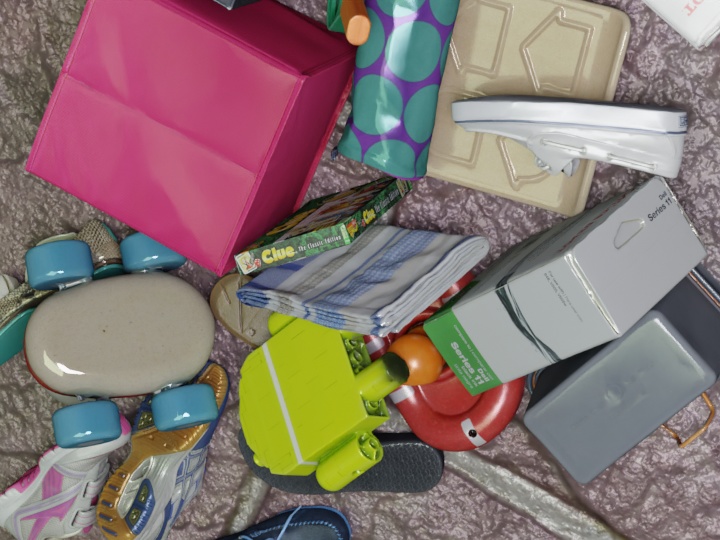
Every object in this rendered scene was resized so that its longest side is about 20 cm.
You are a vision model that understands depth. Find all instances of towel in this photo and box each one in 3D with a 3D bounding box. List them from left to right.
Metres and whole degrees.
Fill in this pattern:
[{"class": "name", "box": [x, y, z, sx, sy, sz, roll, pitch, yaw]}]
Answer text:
[{"class": "towel", "box": [0.000, 0.000, 1.454, 0.200, 0.147, 0.024, 10, 130, 47]}]

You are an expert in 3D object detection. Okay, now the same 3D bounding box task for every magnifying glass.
[{"class": "magnifying glass", "box": [-0.010, -0.228, 1.410, 0.022, 0.200, 0.080, 9, 111, -10]}]

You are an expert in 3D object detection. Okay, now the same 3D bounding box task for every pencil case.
[{"class": "pencil case", "box": [0.034, -0.182, 1.426, 0.085, 0.092, 0.200, 10, 106, -5]}]

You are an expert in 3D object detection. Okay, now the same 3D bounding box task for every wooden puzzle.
[{"class": "wooden puzzle", "box": [0.127, -0.161, 1.467, 0.200, 0.046, 0.186, 18, 109, 17]}]

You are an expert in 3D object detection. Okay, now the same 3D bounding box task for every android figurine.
[{"class": "android figurine", "box": [-0.040, 0.106, 1.487, 0.200, 0.041, 0.182, -40, 58, 35]}]

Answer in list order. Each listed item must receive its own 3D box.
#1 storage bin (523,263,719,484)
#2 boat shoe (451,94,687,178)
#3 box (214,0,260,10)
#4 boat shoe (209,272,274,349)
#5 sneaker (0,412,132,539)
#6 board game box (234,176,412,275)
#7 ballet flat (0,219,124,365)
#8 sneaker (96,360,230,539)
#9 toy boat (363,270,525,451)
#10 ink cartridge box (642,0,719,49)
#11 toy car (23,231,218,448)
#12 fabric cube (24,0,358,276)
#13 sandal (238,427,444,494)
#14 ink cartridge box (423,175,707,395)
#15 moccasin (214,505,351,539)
[{"class": "storage bin", "box": [0.239, 0.101, 1.450, 0.200, 0.134, 0.146, -42, 89, 23]}, {"class": "boat shoe", "box": [0.171, -0.110, 1.395, 0.200, 0.074, 0.065, 7, 101, 21]}, {"class": "box", "box": [-0.106, -0.303, 1.415, 0.122, 0.200, 0.106, 30, 111, 8]}, {"class": "boat shoe", "box": [-0.055, 0.072, 1.581, 0.200, 0.063, 0.073, 45, 97, -1]}, {"class": "sneaker", "box": [-0.288, 0.216, 1.681, 0.088, 0.081, 0.200, 48, 121, -1]}, {"class": "board game box", "box": [-0.029, -0.043, 1.460, 0.105, 0.200, 0.023, -19, 99, 20]}, {"class": "ballet flat", "box": [-0.317, 0.017, 1.648, 0.200, 0.068, 0.075, -36, 70, 17]}, {"class": "sneaker", "box": [-0.185, 0.180, 1.644, 0.075, 0.088, 0.200, 32, 90, 29]}, {"class": "toy boat", "box": [0.059, 0.073, 1.500, 0.130, 0.131, 0.200, -32, 93, 22]}, {"class": "ink cartridge box", "box": [0.257, -0.302, 1.364, 0.200, 0.085, 0.146, 43, 112, 5]}, {"class": "toy car", "box": [-0.241, 0.076, 1.594, 0.177, 0.200, 0.185, -9, 80, -20]}, {"class": "fabric cube", "box": [-0.140, -0.145, 1.470, 0.199, 0.196, 0.200, 28, 110, 9]}, {"class": "sandal", "box": [-0.019, 0.179, 1.607, 0.200, 0.043, 0.076, 7, 114, 6]}, {"class": "ink cartridge box", "box": [0.171, 0.014, 1.400, 0.083, 0.147, 0.200, 56, 143, -4]}, {"class": "moccasin", "box": [-0.101, 0.293, 1.643, 0.200, 0.068, 0.081, -25, 96, 21]}]
